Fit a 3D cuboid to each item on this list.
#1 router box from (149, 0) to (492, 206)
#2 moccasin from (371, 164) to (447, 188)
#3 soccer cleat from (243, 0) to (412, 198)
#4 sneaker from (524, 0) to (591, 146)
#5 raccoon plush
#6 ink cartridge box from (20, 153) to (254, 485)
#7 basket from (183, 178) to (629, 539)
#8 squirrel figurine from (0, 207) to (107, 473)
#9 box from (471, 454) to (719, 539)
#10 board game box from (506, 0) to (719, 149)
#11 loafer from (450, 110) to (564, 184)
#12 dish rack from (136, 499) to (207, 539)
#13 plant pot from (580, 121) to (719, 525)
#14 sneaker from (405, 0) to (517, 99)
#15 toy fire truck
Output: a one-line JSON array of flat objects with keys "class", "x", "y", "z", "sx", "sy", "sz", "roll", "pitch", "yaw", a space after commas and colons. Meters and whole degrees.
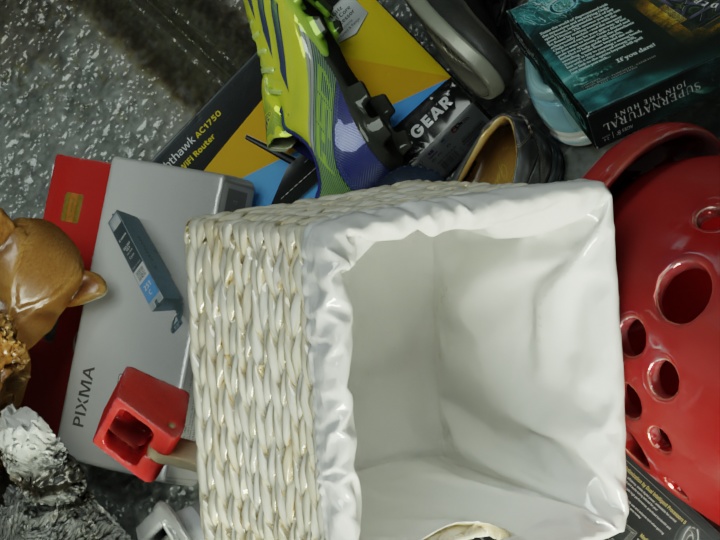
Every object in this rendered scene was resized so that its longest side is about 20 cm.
[{"class": "router box", "x": -0.031, "y": -0.079, "z": 1.514, "sx": 0.200, "sy": 0.051, "sz": 0.149, "roll": -45, "pitch": 61, "yaw": 4}, {"class": "moccasin", "x": 0.000, "y": 0.000, "z": 1.411, "sx": 0.080, "sy": 0.200, "sz": 0.068, "roll": 25, "pitch": 42, "yaw": -9}, {"class": "soccer cleat", "x": -0.042, "y": -0.123, "z": 1.469, "sx": 0.084, "sy": 0.065, "sz": 0.201, "roll": -39, "pitch": 60, "yaw": 16}, {"class": "sneaker", "x": 0.146, "y": -0.186, "z": 1.462, "sx": 0.073, "sy": 0.082, "sz": 0.202, "roll": -1, "pitch": 72, "yaw": 21}, {"class": "raccoon plush", "x": -0.225, "y": 0.186, "z": 1.430, "sx": 0.096, "sy": 0.201, "sz": 0.134, "roll": 19, "pitch": 58, "yaw": 44}, {"class": "ink cartridge box", "x": -0.167, "y": 0.026, "z": 1.507, "sx": 0.175, "sy": 0.045, "sz": 0.202, "roll": 10, "pitch": 88, "yaw": 32}, {"class": "basket", "x": 0.021, "y": 0.053, "z": 1.227, "sx": 0.160, "sy": 0.197, "sz": 0.202, "roll": 10, "pitch": 106, "yaw": 52}, {"class": "squirrel figurine", "x": -0.245, "y": 0.057, "z": 1.452, "sx": 0.187, "sy": 0.141, "sz": 0.200, "roll": -48, "pitch": 16, "yaw": 8}, {"class": "box", "x": 0.124, "y": 0.180, "z": 1.364, "sx": 0.160, "sy": 0.044, "sz": 0.200, "roll": -48, "pitch": 61, "yaw": 1}, {"class": "board game box", "x": 0.201, "y": -0.155, "z": 1.364, "sx": 0.199, "sy": 0.028, "sz": 0.136, "roll": -24, "pitch": 38, "yaw": -4}, {"class": "loafer", "x": 0.062, "y": -0.008, "z": 1.440, "sx": 0.072, "sy": 0.072, "sz": 0.201, "roll": 16, "pitch": 80, "yaw": 25}, {"class": "dish rack", "x": -0.072, "y": 0.212, "z": 1.347, "sx": 0.043, "sy": 0.200, "sz": 0.173, "roll": -26, "pitch": 84, "yaw": -16}, {"class": "plant pot", "x": 0.203, "y": 0.027, "z": 1.299, "sx": 0.182, "sy": 0.200, "sz": 0.201, "roll": 30, "pitch": 85, "yaw": 33}, {"class": "sneaker", "x": 0.077, "y": -0.196, "z": 1.473, "sx": 0.106, "sy": 0.075, "sz": 0.200, "roll": -34, "pitch": 41, "yaw": 5}, {"class": "toy fire truck", "x": -0.045, "y": 0.088, "z": 1.356, "sx": 0.199, "sy": 0.049, "sz": 0.142, "roll": 26, "pitch": 44, "yaw": -6}]
